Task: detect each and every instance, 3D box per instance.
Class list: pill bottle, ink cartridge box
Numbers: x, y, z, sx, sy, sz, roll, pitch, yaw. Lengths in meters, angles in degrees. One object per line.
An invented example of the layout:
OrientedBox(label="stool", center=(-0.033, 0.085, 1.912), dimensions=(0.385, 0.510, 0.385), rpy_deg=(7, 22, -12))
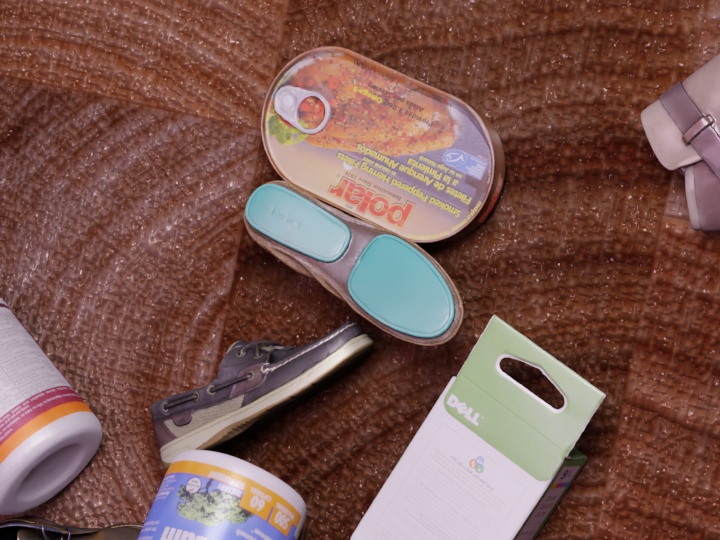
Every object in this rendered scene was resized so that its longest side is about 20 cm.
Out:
OrientedBox(label="pill bottle", center=(-0.123, 0.244, 1.503), dimensions=(0.111, 0.112, 0.201), rpy_deg=(10, 64, 25))
OrientedBox(label="pill bottle", center=(-0.304, 0.087, 1.635), dimensions=(0.110, 0.109, 0.200), rpy_deg=(-47, 70, 15))
OrientedBox(label="ink cartridge box", center=(0.091, 0.143, 1.478), dimensions=(0.104, 0.059, 0.201), rpy_deg=(36, 102, 21))

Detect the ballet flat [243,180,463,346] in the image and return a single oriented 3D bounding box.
OrientedBox(label="ballet flat", center=(0.000, 0.000, 1.519), dimensions=(0.199, 0.072, 0.068), rpy_deg=(28, 81, 23))

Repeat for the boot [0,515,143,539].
OrientedBox(label="boot", center=(-0.224, 0.233, 1.599), dimensions=(0.198, 0.097, 0.075), rpy_deg=(2, 89, 25))

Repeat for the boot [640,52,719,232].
OrientedBox(label="boot", center=(0.261, -0.129, 1.408), dimensions=(0.145, 0.070, 0.202), rpy_deg=(-21, 79, 25))

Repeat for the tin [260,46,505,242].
OrientedBox(label="tin", center=(0.017, -0.093, 1.536), dimensions=(0.199, 0.042, 0.113), rpy_deg=(27, 95, 23))

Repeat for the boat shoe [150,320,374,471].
OrientedBox(label="boat shoe", center=(-0.082, 0.084, 1.554), dimensions=(0.200, 0.072, 0.066), rpy_deg=(-33, 80, 25))
